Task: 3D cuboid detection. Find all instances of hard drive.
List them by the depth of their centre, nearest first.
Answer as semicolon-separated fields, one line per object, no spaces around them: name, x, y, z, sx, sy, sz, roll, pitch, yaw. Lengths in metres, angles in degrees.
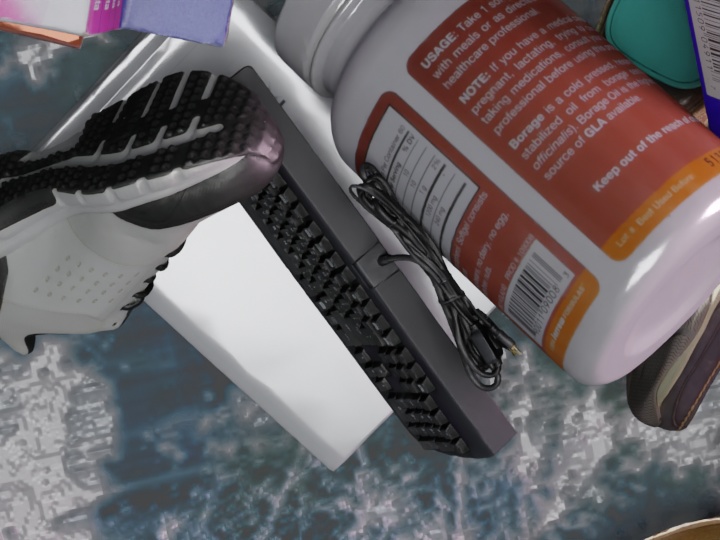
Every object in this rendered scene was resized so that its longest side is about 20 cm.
hard drive;-0.039;-0.023;1.017;0.200;0.027;0.132;43;97;-13

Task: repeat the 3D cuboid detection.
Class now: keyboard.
keyboard;0.000;0.000;0.954;0.021;0.127;0.200;-44;105;-26

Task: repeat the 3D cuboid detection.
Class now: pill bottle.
pill bottle;0.061;-0.057;0.933;0.200;0.112;0.112;44;99;18

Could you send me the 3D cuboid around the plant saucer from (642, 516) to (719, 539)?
plant saucer;0.175;0.207;1.091;0.199;0.035;0.202;-1;104;-5

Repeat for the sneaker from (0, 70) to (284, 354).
sneaker;-0.101;-0.021;0.949;0.199;0.074;0.080;-17;122;39

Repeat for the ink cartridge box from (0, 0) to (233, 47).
ink cartridge box;-0.131;-0.194;0.856;0.199;0.043;0.198;9;103;-6

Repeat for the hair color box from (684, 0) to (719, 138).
hair color box;0.224;-0.139;0.934;0.200;0.065;0.110;-36;127;-26

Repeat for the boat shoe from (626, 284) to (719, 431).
boat shoe;0.188;-0.011;1.016;0.073;0.075;0.201;25;103;-10

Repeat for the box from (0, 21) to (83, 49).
box;-0.150;-0.207;0.922;0.124;0.098;0.201;12;104;-8

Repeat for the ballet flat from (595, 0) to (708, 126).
ballet flat;0.131;-0.083;0.996;0.070;0.065;0.201;39;109;17
